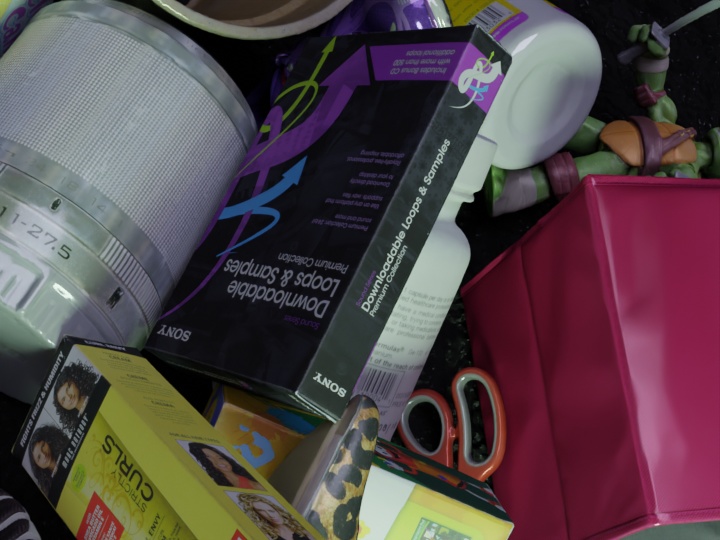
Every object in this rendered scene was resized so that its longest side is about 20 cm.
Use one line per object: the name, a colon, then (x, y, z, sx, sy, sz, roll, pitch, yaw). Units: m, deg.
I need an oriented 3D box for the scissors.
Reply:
scissors: (0.063, 0.160, 0.790, 0.073, 0.014, 0.201, -13, 69, 19)

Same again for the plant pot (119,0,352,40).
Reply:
plant pot: (-0.110, -0.229, 0.791, 0.200, 0.183, 0.201, 0, 90, -30)

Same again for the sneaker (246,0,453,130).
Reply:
sneaker: (-0.010, -0.122, 0.793, 0.083, 0.200, 0.081, -22, 85, -32)

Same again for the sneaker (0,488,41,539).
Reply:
sneaker: (-0.171, 0.187, 0.623, 0.076, 0.200, 0.116, -25, 124, -36)

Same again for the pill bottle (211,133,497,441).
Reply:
pill bottle: (0.000, 0.000, 0.748, 0.114, 0.114, 0.201, 22, 99, -11)

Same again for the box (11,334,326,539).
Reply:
box: (-0.089, 0.109, 0.586, 0.050, 0.200, 0.075, 16, 105, -45)

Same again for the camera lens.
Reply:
camera lens: (-0.163, -0.041, 0.728, 0.160, 0.160, 0.200, 32, 62, -5)

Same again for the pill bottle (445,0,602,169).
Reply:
pill bottle: (0.059, -0.157, 0.849, 0.104, 0.105, 0.200, -22, 44, -26)

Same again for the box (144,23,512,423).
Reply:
box: (-0.020, -0.031, 0.648, 0.036, 0.143, 0.201, 35, 74, -36)

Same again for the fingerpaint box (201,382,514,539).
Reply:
fingerpaint box: (-0.040, 0.181, 0.684, 0.166, 0.073, 0.201, 23, 96, -10)

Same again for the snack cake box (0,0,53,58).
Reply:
snack cake box: (-0.233, -0.152, 0.723, 0.067, 0.200, 0.115, 44, 62, 0)

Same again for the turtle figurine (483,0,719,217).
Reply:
turtle figurine: (0.179, -0.106, 0.868, 0.193, 0.200, 0.145, -5, 85, -2)

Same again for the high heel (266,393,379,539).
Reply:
high heel: (0.004, 0.166, 0.619, 0.142, 0.071, 0.201, 24, 98, -16)

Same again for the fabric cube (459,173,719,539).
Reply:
fabric cube: (0.198, 0.071, 0.793, 0.195, 0.200, 0.200, 0, 69, -19)
